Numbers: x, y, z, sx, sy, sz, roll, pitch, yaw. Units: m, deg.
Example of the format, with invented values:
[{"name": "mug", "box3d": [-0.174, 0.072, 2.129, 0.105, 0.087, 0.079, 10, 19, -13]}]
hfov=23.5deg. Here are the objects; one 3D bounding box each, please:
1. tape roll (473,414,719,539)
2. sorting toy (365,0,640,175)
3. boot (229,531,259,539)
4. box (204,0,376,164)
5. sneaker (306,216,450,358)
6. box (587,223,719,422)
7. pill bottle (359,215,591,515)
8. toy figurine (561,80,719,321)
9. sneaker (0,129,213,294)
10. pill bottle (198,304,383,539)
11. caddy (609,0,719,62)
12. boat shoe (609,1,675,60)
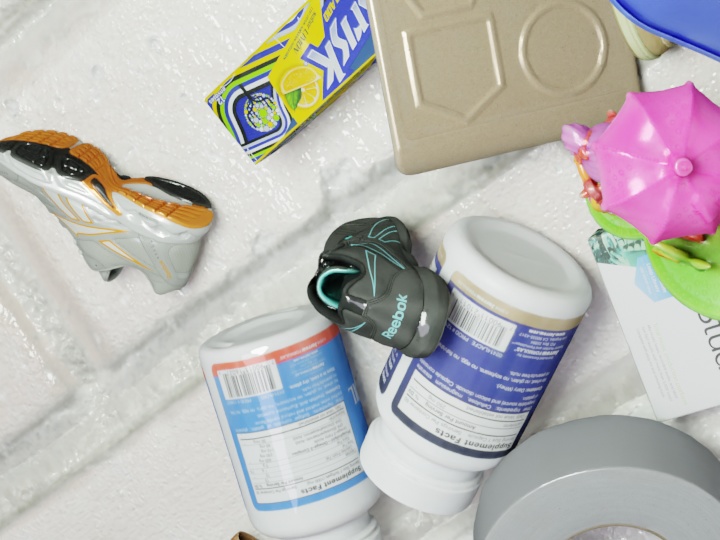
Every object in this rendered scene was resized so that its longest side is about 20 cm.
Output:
[{"name": "tape roll", "box3d": [0.180, 0.204, 1.244, 0.197, 0.066, 0.202, 2, 120, 3]}, {"name": "sorting toy", "box3d": [0.092, -0.180, 1.176, 0.183, 0.036, 0.202, -14, 105, -13]}, {"name": "boot", "box3d": [-0.142, 0.271, 1.444, 0.199, 0.074, 0.155, 35, 118, -3]}, {"name": "box", "box3d": [-0.018, -0.167, 1.253, 0.200, 0.070, 0.064, -40, 91, 28]}, {"name": "sneaker", "box3d": [0.000, 0.000, 1.235, 0.078, 0.200, 0.076, 14, 100, -20]}, {"name": "box", "box3d": [0.274, 0.011, 1.199, 0.198, 0.036, 0.146, -20, 97, 26]}, {"name": "pill bottle", "box3d": [0.078, 0.072, 1.259, 0.115, 0.116, 0.202, 31, 116, 12]}, {"name": "toy figurine", "box3d": [0.194, -0.066, 1.102, 0.199, 0.183, 0.152, 21, 89, 35]}, {"name": "sneaker", "box3d": [-0.217, -0.042, 1.380, 0.198, 0.076, 0.093, 25, 119, 16]}, {"name": "pill bottle", "box3d": [-0.046, 0.137, 1.336, 0.111, 0.112, 0.202, -11, 102, 26]}, {"name": "caddy", "box3d": [0.231, -0.206, 1.075, 0.198, 0.105, 0.143, 20, 74, -18]}, {"name": "boat shoe", "box3d": [0.197, -0.241, 1.137, 0.062, 0.073, 0.203, 0, 98, 28]}]
